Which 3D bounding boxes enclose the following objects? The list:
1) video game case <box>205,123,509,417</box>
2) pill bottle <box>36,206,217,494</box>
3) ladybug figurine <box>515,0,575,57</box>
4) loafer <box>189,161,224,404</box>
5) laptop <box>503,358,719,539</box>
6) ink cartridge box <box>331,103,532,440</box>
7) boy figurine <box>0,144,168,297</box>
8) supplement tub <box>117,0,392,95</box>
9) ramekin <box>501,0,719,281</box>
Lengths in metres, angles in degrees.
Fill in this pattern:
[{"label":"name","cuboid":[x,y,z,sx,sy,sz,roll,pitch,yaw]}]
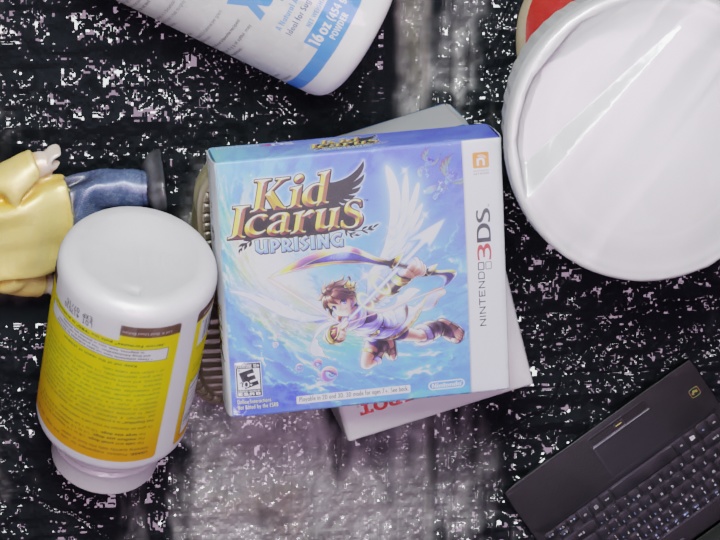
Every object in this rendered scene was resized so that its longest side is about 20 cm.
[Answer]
[{"label":"video game case","cuboid":[0.000,0.000,1.648,0.199,0.045,0.182,-6,106,-9]},{"label":"pill bottle","cuboid":[-0.165,0.060,1.661,0.109,0.110,0.201,4,133,-12]},{"label":"ladybug figurine","cuboid":[0.191,-0.137,1.721,0.136,0.072,0.200,-42,108,3]},{"label":"loafer","cuboid":[-0.088,0.003,1.712,0.075,0.068,0.201,2,121,-8]},{"label":"laptop","cuboid":[0.240,0.205,1.808,0.177,0.103,0.200,-35,109,0]},{"label":"ink cartridge box","cuboid":[0.027,0.001,1.722,0.146,0.086,0.201,-17,106,-5]},{"label":"boy figurine","cuboid":[-0.231,-0.030,1.675,0.199,0.065,0.125,-8,128,-5]},{"label":"supplement tub","cuboid":[-0.083,-0.214,1.617,0.199,0.132,0.132,24,100,-17]},{"label":"ramekin","cuboid":[0.187,-0.102,1.642,0.201,0.094,0.204,-3,108,-9]}]
